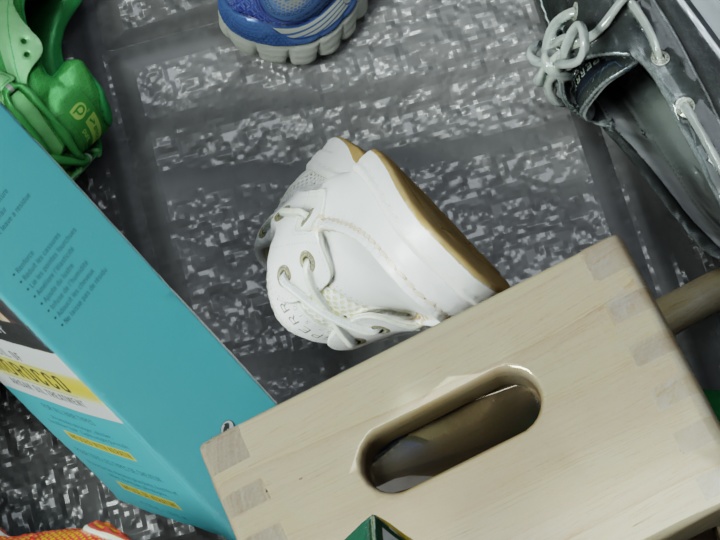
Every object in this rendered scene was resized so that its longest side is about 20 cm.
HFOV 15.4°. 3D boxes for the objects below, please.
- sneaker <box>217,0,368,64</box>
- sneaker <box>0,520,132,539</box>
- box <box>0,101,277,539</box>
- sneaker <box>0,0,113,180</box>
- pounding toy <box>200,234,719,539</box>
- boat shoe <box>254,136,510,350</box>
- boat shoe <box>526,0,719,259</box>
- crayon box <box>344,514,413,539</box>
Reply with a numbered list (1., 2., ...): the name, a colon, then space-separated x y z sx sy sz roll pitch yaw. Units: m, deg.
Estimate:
1. sneaker: 0.002 -0.184 1.101 0.078 0.089 0.201 21 68 14
2. sneaker: -0.135 0.125 0.944 0.199 0.073 0.077 7 27 40
3. box: -0.107 0.015 0.949 0.082 0.200 0.049 12 61 49
4. sneaker: -0.143 -0.052 1.061 0.083 0.074 0.201 -4 64 8
5. pounding toy: 0.065 0.069 0.935 0.199 0.184 0.143 -27 65 2
6. boat shoe: 0.000 0.000 0.973 0.069 0.200 0.071 -43 100 -3
7. boat shoe: 0.103 -0.087 1.053 0.068 0.074 0.200 -28 73 -24
8. crayon box: 0.021 0.197 0.829 0.173 0.200 0.058 -45 21 19
